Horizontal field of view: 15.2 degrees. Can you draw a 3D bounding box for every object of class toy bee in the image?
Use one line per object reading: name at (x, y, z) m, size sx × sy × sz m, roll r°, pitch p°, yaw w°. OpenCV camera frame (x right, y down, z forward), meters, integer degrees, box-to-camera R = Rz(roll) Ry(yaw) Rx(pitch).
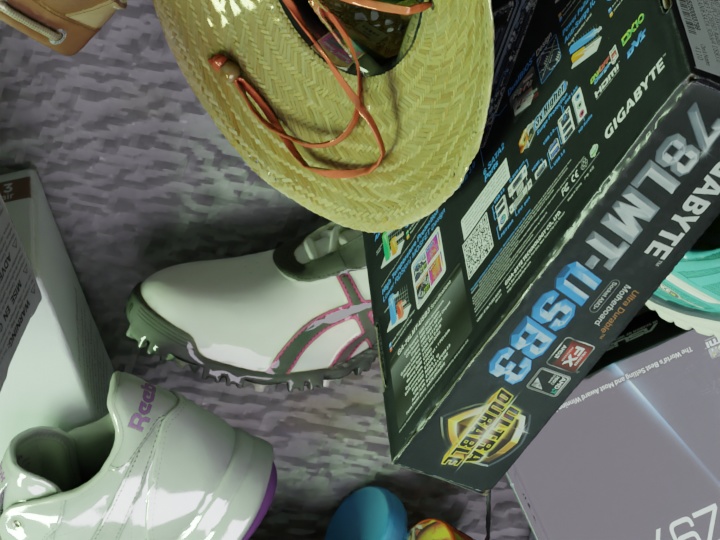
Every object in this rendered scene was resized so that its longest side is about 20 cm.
toy bee at (0.020, 0.147, 1.229) m, size 0.130 × 0.109 × 0.201 m, roll 14°, pitch 130°, yaw -18°

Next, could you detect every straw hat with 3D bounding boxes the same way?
straw hat at (0.005, -0.123, 0.984) m, size 0.085 × 0.201 × 0.202 m, roll -31°, pitch 145°, yaw -35°

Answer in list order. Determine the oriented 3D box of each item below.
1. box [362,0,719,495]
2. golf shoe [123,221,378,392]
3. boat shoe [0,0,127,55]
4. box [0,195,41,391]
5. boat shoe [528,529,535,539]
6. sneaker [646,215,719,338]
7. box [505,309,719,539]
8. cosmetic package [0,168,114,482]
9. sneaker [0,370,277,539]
box at (0.066, -0.057, 0.982) m, size 0.049 × 0.199 × 0.200 m, roll 19°, pitch 127°, yaw -22°
golf shoe at (0.000, 0.000, 1.125) m, size 0.198 × 0.077 × 0.089 m, roll -1°, pitch 117°, yaw -15°
boat shoe at (-0.166, -0.132, 0.953) m, size 0.199 × 0.076 × 0.072 m, roll 23°, pitch 108°, yaw -23°
box at (-0.238, 0.008, 1.009) m, size 0.198 × 0.113 × 0.102 m, roll 7°, pitch 143°, yaw 18°
boat shoe at (0.101, 0.195, 1.312) m, size 0.073 × 0.067 × 0.201 m, roll -6°, pitch 133°, yaw -2°
sneaker at (0.185, -0.004, 1.080) m, size 0.199 × 0.078 × 0.080 m, roll 8°, pitch 150°, yaw 31°
box at (0.172, 0.086, 1.178) m, size 0.199 × 0.044 × 0.161 m, roll -24°, pitch 106°, yaw 5°
cosmetic package at (-0.155, 0.060, 1.147) m, size 0.101 × 0.074 × 0.201 m, roll -14°, pitch 135°, yaw 4°
sneaker at (-0.126, 0.116, 1.120) m, size 0.099 × 0.075 × 0.200 m, roll 36°, pitch 114°, yaw -19°
